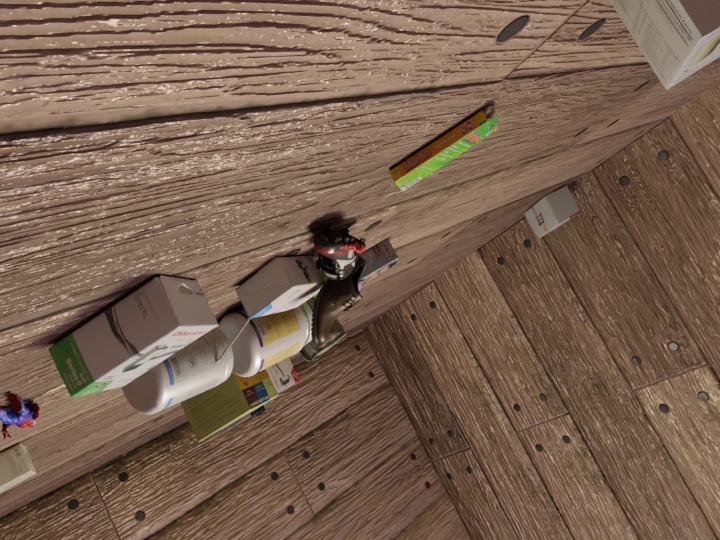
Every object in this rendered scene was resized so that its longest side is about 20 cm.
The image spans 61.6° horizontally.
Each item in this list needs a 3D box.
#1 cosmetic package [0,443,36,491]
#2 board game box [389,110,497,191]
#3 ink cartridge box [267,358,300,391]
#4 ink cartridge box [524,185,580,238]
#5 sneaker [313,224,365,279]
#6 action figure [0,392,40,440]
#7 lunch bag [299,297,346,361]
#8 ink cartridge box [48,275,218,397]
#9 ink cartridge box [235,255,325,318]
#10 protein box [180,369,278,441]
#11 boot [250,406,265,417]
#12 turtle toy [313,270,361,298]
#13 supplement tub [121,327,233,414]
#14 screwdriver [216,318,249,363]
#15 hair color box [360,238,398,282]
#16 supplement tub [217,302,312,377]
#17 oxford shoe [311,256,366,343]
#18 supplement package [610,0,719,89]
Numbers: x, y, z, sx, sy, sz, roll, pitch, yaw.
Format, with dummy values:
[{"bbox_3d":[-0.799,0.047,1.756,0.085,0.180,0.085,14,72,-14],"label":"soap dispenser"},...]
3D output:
[{"bbox_3d":[-0.855,0.480,1.372,0.197,0.074,0.103,-25,171,-29],"label":"cosmetic package"},{"bbox_3d":[0.143,-0.204,1.029,0.197,0.031,0.095,-29,173,9],"label":"board game box"},{"bbox_3d":[-0.380,0.474,2.728,0.082,0.149,0.199,-33,172,24],"label":"ink cartridge box"},{"bbox_3d":[0.896,-0.273,2.832,0.143,0.147,0.200,-27,172,-18],"label":"ink cartridge box"},{"bbox_3d":[-0.047,-0.029,1.142,0.100,0.070,0.200,-64,167,6],"label":"sneaker"},{"bbox_3d":[-0.600,0.256,1.058,0.065,0.052,0.200,-30,174,-22],"label":"action figure"},{"bbox_3d":[-0.138,0.149,1.627,0.116,0.166,0.200,-32,172,-20],"label":"lunch bag"},{"bbox_3d":[-0.337,0.099,0.918,0.197,0.085,0.146,-32,172,7],"label":"ink cartridge box"},{"bbox_3d":[-0.149,0.029,1.222,0.114,0.069,0.199,-34,171,18],"label":"ink cartridge box"},{"bbox_3d":[-0.354,0.288,1.553,0.196,0.204,0.134,-33,171,23],"label":"protein box"},{"bbox_3d":[-0.575,0.707,3.328,0.075,0.171,0.199,-31,172,18],"label":"boot"},{"bbox_3d":[-0.054,0.031,1.380,0.143,0.103,0.200,-28,-179,-9],"label":"turtle toy"},{"bbox_3d":[-0.366,0.194,1.214,0.131,0.134,0.198,-34,170,30],"label":"supplement tub"},{"bbox_3d":[-0.239,0.109,1.255,0.202,0.028,0.029,-56,177,-30],"label":"screwdriver"},{"bbox_3d":[0.000,0.000,1.599,0.197,0.062,0.099,-30,172,-7],"label":"hair color box"},{"bbox_3d":[-0.214,0.142,1.392,0.198,0.148,0.145,-21,168,-46],"label":"supplement tub"},{"bbox_3d":[-0.043,0.059,1.237,0.073,0.082,0.205,44,67,-72],"label":"oxford shoe"},{"bbox_3d":[0.403,-0.341,0.702,0.150,0.153,0.199,-31,171,16],"label":"supplement package"}]
